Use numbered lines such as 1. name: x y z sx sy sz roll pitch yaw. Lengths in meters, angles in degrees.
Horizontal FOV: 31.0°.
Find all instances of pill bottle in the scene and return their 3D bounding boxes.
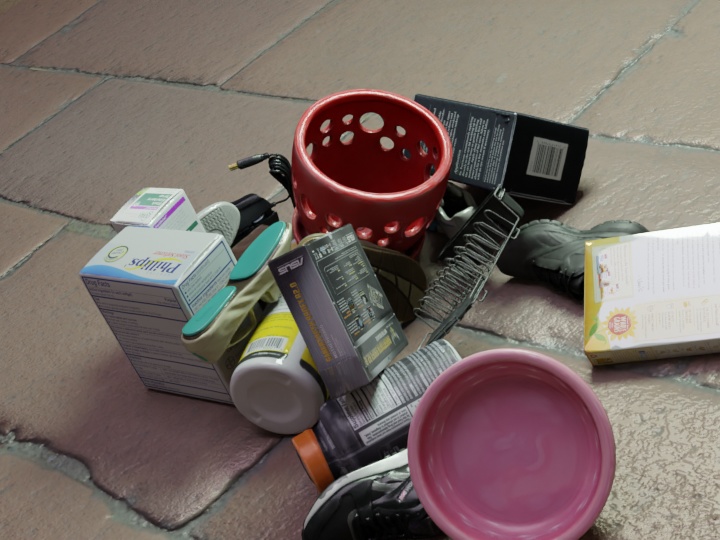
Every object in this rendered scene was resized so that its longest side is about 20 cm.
1. pill bottle: 0.028 0.164 1.391 0.199 0.107 0.106 -28 32 -6
2. pill bottle: -0.073 0.089 1.563 0.114 0.115 0.200 -7 35 25

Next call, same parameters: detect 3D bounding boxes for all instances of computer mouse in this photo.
1. computer mouse: -0.173 -0.090 1.876 0.199 0.141 0.046 -17 39 12

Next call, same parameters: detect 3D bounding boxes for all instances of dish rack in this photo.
1. dish rack: 0.120 0.007 1.545 0.200 0.054 0.154 -58 3 -40

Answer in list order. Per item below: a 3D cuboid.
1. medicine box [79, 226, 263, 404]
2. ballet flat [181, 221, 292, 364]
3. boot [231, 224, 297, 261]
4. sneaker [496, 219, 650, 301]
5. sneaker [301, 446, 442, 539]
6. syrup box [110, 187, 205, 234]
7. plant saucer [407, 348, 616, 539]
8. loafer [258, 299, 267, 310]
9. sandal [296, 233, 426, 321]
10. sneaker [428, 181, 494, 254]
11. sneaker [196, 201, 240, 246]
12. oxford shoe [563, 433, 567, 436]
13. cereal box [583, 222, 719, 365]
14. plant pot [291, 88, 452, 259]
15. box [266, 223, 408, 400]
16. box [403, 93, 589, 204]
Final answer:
1. medicine box: -0.223 0.056 1.629 0.182 0.201 0.103 6 42 39
2. ballet flat: -0.134 0.030 1.537 0.069 0.070 0.200 14 56 45
3. boot: -0.087 -0.051 1.819 0.166 0.073 0.200 19 55 45
4. sneaker: 0.246 -0.008 1.539 0.199 0.076 0.091 -5 46 35
5. sneaker: 0.037 0.238 1.309 0.199 0.076 0.088 -31 38 -10
6. syrup box: -0.243 -0.010 1.742 0.078 0.201 0.081 5 42 40
7. plant saucer: 0.146 0.174 1.249 0.200 0.202 0.051 -14 -4 16
8. loafer: -0.126 0.017 1.674 0.075 0.069 0.200 -63 9 -23
9. sandal: 0.000 0.000 1.580 0.054 0.199 0.081 35 102 58
10. sneaker: 0.119 -0.090 1.729 0.075 0.087 0.200 -30 31 -8
11. sneaker: -0.261 -0.032 1.867 0.201 0.074 0.118 -49 31 1
12. oxford shoe: 0.181 0.139 1.348 0.073 0.085 0.200 -34 31 -13
13. cereal box: 0.343 0.023 1.409 0.199 0.040 0.145 -7 58 24
14. plant pot: 0.009 -0.100 1.658 0.199 0.183 0.201 3 49 -3
15. box: -0.020 0.039 1.414 0.048 0.159 0.200 -25 3 16
16. box: 0.175 -0.161 1.717 0.147 0.105 0.200 6 9 -39
